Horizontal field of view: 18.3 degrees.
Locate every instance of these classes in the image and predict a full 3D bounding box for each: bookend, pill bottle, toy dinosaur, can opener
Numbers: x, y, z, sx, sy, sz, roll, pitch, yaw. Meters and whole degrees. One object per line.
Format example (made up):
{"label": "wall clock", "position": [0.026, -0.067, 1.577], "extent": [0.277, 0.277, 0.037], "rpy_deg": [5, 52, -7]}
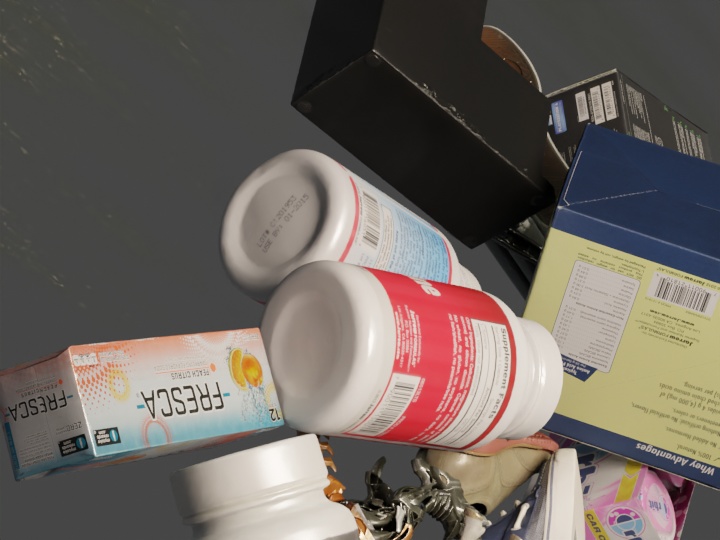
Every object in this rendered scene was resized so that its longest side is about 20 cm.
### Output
{"label": "bookend", "position": [0.061, -0.160, 1.740], "extent": [0.199, 0.092, 0.200], "rpy_deg": [37, 43, -27]}
{"label": "pill bottle", "position": [0.000, 0.000, 1.568], "extent": [0.200, 0.109, 0.109], "rpy_deg": [32, 48, -48]}
{"label": "toy dinosaur", "position": [0.004, 0.180, 1.498], "extent": [0.136, 0.102, 0.200], "rpy_deg": [-23, 115, -44]}
{"label": "can opener", "position": [0.116, -0.021, 1.843], "extent": [0.066, 0.053, 0.200], "rpy_deg": [-51, 122, -16]}
{"label": "pill bottle", "position": [-0.046, 0.208, 1.370], "extent": [0.113, 0.113, 0.200], "rpy_deg": [-6, 78, -59]}
{"label": "pill bottle", "position": [0.037, 0.061, 1.481], "extent": [0.200, 0.112, 0.112], "rpy_deg": [12, 63, -43]}

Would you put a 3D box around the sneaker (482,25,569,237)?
{"label": "sneaker", "position": [0.126, -0.108, 1.900], "extent": [0.085, 0.073, 0.200], "rpy_deg": [101, -30, -70]}

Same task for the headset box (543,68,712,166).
{"label": "headset box", "position": [0.252, -0.061, 2.031], "extent": [0.200, 0.093, 0.174], "rpy_deg": [23, 54, -52]}

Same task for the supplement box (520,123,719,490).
{"label": "supplement box", "position": [0.229, 0.029, 1.717], "extent": [0.134, 0.200, 0.200], "rpy_deg": [-63, 170, -54]}

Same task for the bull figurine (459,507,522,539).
{"label": "bull figurine", "position": [0.076, 0.235, 1.466], "extent": [0.121, 0.065, 0.200], "rpy_deg": [-51, 118, -16]}

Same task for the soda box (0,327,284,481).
{"label": "soda box", "position": [-0.131, 0.079, 1.354], "extent": [0.200, 0.064, 0.068], "rpy_deg": [-3, 76, -58]}

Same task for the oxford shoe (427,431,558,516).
{"label": "oxford shoe", "position": [0.091, 0.148, 1.699], "extent": [0.200, 0.070, 0.075], "rpy_deg": [11, 97, -62]}

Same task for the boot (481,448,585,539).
{"label": "boot", "position": [0.115, 0.193, 1.644], "extent": [0.200, 0.090, 0.073], "rpy_deg": [-69, 153, -66]}

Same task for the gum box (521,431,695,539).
{"label": "gum box", "position": [0.208, 0.160, 1.812], "extent": [0.066, 0.113, 0.200], "rpy_deg": [59, 32, -21]}

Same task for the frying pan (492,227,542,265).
{"label": "frying pan", "position": [0.187, -0.005, 1.842], "extent": [0.115, 0.031, 0.190], "rpy_deg": [-43, 124, -14]}
